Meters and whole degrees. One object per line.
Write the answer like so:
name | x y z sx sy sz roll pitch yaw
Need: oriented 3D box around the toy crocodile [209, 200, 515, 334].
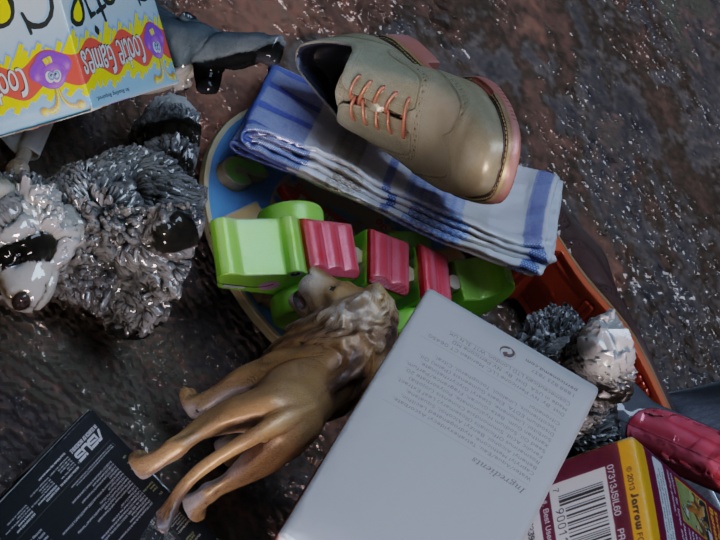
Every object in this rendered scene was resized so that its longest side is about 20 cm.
toy crocodile | 0.000 0.000 1.634 0.200 0.062 0.068 13 60 -35

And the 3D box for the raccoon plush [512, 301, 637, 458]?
raccoon plush | 0.070 0.068 1.604 0.134 0.200 0.097 -18 65 -9

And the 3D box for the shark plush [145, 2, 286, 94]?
shark plush | -0.131 -0.139 1.579 0.091 0.200 0.083 -14 115 -36

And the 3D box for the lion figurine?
lion figurine | -0.043 0.072 1.514 0.073 0.122 0.200 58 17 -16

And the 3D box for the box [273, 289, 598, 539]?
box | 0.018 0.138 1.462 0.106 0.152 0.200 31 44 2

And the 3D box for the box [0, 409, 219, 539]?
box | -0.143 0.188 1.452 0.160 0.044 0.200 46 43 -5

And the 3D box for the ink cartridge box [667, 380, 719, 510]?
ink cartridge box | 0.289 0.158 1.832 0.198 0.047 0.200 -9 66 -44

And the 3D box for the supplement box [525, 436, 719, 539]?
supplement box | 0.168 0.189 1.626 0.200 0.086 0.110 40 36 -49

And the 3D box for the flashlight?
flashlight | 0.183 0.101 1.687 0.200 0.068 0.068 23 48 33

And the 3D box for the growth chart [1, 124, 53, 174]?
growth chart | -0.245 -0.148 1.619 0.200 0.018 0.145 39 44 -12

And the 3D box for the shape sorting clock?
shape sorting clock | -0.011 -0.015 1.705 0.200 0.039 0.200 21 51 -28

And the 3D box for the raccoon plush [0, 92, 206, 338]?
raccoon plush | -0.165 -0.040 1.574 0.134 0.097 0.200 19 25 -15

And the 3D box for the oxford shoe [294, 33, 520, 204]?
oxford shoe | 0.025 -0.086 1.632 0.074 0.071 0.200 5 15 -28

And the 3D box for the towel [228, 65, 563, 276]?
towel | 0.027 -0.063 1.694 0.200 0.024 0.147 23 22 -1

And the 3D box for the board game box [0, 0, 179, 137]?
board game box | -0.187 -0.176 1.516 0.105 0.103 0.200 -28 104 -64

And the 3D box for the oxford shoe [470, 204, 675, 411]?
oxford shoe | 0.146 0.027 1.786 0.073 0.071 0.200 -19 75 -51
